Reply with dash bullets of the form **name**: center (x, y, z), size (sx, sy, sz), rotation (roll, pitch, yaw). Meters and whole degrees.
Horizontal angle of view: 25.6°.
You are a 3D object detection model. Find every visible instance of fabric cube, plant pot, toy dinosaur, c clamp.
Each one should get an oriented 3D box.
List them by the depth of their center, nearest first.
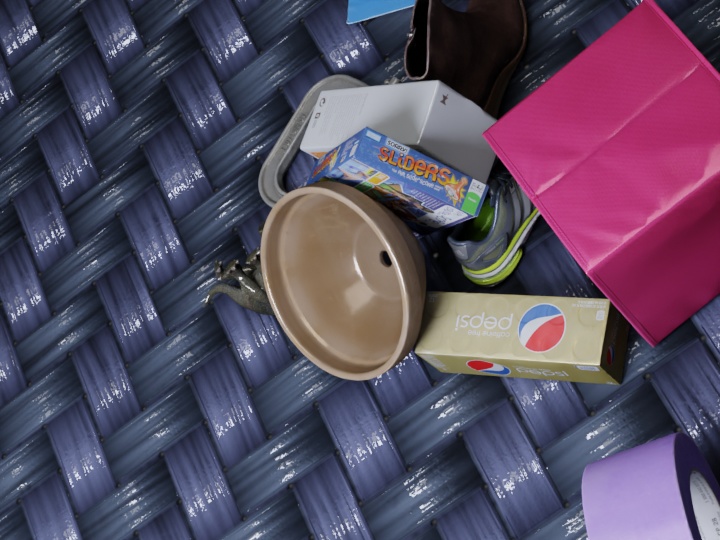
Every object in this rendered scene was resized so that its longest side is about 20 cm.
- **fabric cube**: center (0.268, -0.089, 1.470), size (0.199, 0.196, 0.201), rotation (-40, 55, 9)
- **plant pot**: center (0.000, 0.000, 1.593), size (0.200, 0.092, 0.202), rotation (22, 123, 37)
- **toy dinosaur**: center (-0.095, 0.011, 1.702), size (0.200, 0.102, 0.077), rotation (-38, 26, 26)
- **c clamp**: center (-0.024, -0.140, 1.761), size (0.170, 0.027, 0.201), rotation (34, 88, 35)

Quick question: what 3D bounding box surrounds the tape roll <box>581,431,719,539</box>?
- **tape roll**: center (0.263, 0.243, 1.327), size (0.084, 0.200, 0.201), rotation (-22, 60, 20)

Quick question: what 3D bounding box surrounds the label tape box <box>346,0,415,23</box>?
- **label tape box**: center (0.034, -0.397, 1.817), size (0.142, 0.066, 0.202), rotation (-12, 62, 25)

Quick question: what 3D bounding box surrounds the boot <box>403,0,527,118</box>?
- **boot**: center (0.109, -0.251, 1.647), size (0.072, 0.166, 0.202), rotation (-1, 69, 29)

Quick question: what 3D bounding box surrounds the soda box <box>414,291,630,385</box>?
- **soda box**: center (0.157, 0.065, 1.548), size (0.199, 0.064, 0.068), rotation (3, 71, 30)

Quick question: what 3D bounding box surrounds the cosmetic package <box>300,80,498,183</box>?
- **cosmetic package**: center (0.040, -0.135, 1.617), size (0.199, 0.101, 0.072), rotation (3, 68, 53)

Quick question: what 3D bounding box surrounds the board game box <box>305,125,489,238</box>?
- **board game box**: center (0.032, -0.083, 1.578), size (0.035, 0.135, 0.200), rotation (-67, 13, -11)

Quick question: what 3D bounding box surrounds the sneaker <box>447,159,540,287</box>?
- **sneaker**: center (0.151, -0.085, 1.604), size (0.074, 0.081, 0.201), rotation (19, 79, 34)
